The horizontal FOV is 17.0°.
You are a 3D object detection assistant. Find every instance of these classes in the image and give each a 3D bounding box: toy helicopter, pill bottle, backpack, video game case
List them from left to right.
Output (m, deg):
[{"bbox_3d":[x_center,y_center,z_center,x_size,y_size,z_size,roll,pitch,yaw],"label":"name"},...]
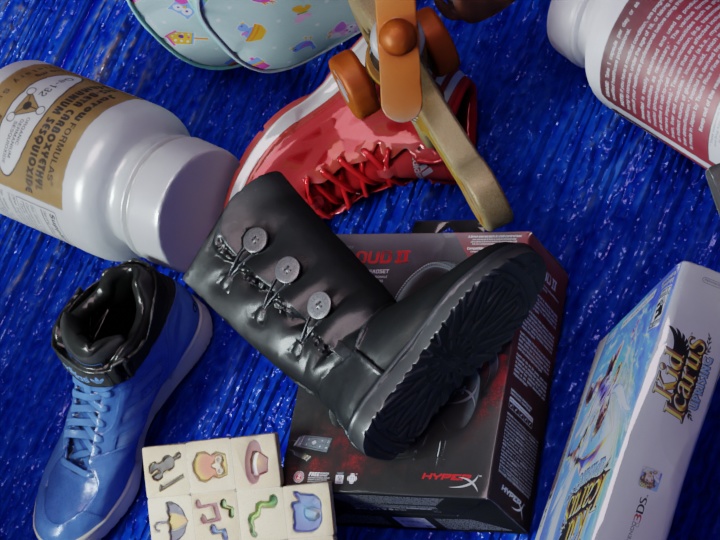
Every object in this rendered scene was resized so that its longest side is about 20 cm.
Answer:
[{"bbox_3d":[-0.180,-0.070,1.693,0.199,0.114,0.115,22,77,37],"label":"pill bottle"},{"bbox_3d":[-0.074,-0.230,1.693,0.199,0.176,0.154,-26,53,17],"label":"backpack"},{"bbox_3d":[0.044,-0.110,1.540,0.079,0.132,0.200,-27,59,-5],"label":"toy helicopter"},{"bbox_3d":[0.153,0.107,1.405,0.045,0.200,0.182,20,73,-2],"label":"video game case"},{"bbox_3d":[0.218,-0.133,1.538,0.200,0.113,0.113,36,85,34],"label":"pill bottle"}]

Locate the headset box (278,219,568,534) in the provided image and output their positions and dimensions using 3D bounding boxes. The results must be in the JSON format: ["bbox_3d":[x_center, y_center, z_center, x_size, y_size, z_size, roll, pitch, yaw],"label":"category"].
[{"bbox_3d":[0.044,0.061,1.550,0.148,0.077,0.201,0,68,26],"label":"headset box"}]

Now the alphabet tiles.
[{"bbox_3d":[-0.085,0.207,1.529,0.166,0.008,0.201,-8,86,26],"label":"alphabet tiles"}]

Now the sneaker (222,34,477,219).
[{"bbox_3d":[0.000,-0.072,1.638,0.115,0.078,0.200,35,85,36],"label":"sneaker"}]

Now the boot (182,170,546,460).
[{"bbox_3d":[-0.001,0.001,1.522,0.165,0.066,0.200,-46,50,-2],"label":"boot"}]

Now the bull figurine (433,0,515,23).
[{"bbox_3d":[0.122,-0.239,1.541,0.200,0.121,0.065,-44,61,-1],"label":"bull figurine"}]

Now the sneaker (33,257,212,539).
[{"bbox_3d":[-0.181,0.086,1.625,0.077,0.111,0.200,24,78,33],"label":"sneaker"}]

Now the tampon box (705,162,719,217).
[{"bbox_3d":[0.307,0.006,1.372,0.149,0.200,0.127,-24,57,14],"label":"tampon box"}]
